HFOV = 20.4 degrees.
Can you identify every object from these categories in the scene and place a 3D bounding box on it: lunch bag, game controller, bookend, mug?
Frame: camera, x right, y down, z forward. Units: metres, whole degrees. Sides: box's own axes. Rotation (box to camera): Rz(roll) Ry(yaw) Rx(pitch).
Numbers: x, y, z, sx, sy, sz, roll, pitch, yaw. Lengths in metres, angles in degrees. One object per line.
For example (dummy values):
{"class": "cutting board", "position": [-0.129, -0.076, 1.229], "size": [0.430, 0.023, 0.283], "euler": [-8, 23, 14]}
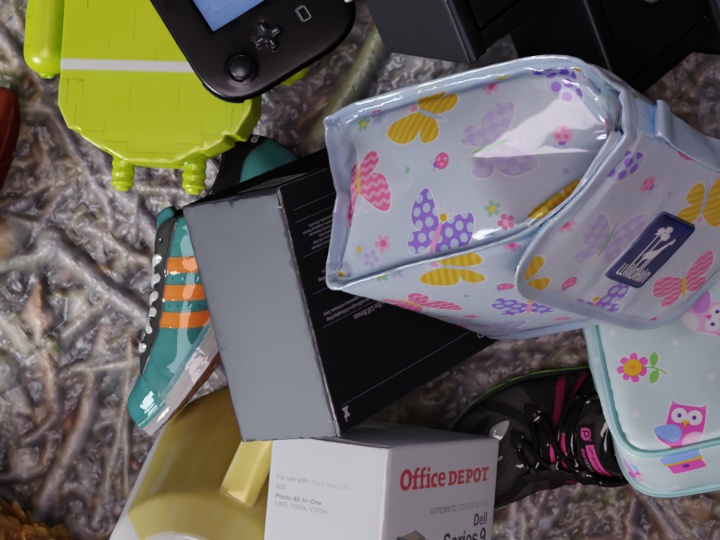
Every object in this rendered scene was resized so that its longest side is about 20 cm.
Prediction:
{"class": "lunch bag", "position": [0.104, -0.034, 1.075], "size": [0.199, 0.169, 0.128], "euler": [-14, 70, 34]}
{"class": "game controller", "position": [-0.088, -0.199, 1.180], "size": [0.104, 0.042, 0.201], "euler": [-33, 82, 5]}
{"class": "bookend", "position": [0.097, -0.158, 1.095], "size": [0.200, 0.092, 0.200], "euler": [-38, 120, -25]}
{"class": "lunch bag", "position": [0.202, 0.026, 1.162], "size": [0.159, 0.077, 0.201], "euler": [-15, 57, 12]}
{"class": "mug", "position": [-0.089, 0.151, 1.231], "size": [0.148, 0.153, 0.188], "euler": [-4, 106, 16]}

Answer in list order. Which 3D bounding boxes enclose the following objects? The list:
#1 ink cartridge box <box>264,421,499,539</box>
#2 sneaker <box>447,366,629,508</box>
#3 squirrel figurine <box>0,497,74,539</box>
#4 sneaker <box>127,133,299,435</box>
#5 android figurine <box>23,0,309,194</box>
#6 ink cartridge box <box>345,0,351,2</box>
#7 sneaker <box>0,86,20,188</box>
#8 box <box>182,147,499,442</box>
{"class": "ink cartridge box", "position": [0.008, 0.193, 1.179], "size": [0.087, 0.145, 0.202], "euler": [3, 89, 29]}
{"class": "sneaker", "position": [0.132, 0.098, 1.229], "size": [0.199, 0.084, 0.077], "euler": [-24, 97, 13]}
{"class": "squirrel figurine", "position": [-0.287, 0.222, 1.316], "size": [0.185, 0.141, 0.201], "euler": [23, 91, 14]}
{"class": "sneaker", "position": [-0.103, 0.004, 1.259], "size": [0.080, 0.071, 0.201], "euler": [32, 98, 3]}
{"class": "android figurine", "position": [-0.118, -0.147, 1.220], "size": [0.180, 0.041, 0.202], "euler": [1, 87, 8]}
{"class": "ink cartridge box", "position": [-0.016, -0.264, 1.161], "size": [0.067, 0.115, 0.201], "euler": [-25, 96, 13]}
{"class": "sneaker", "position": [-0.301, -0.044, 1.274], "size": [0.115, 0.078, 0.201], "euler": [27, 103, 1]}
{"class": "box", "position": [0.000, 0.000, 1.165], "size": [0.078, 0.199, 0.142], "euler": [-10, 100, 37]}
